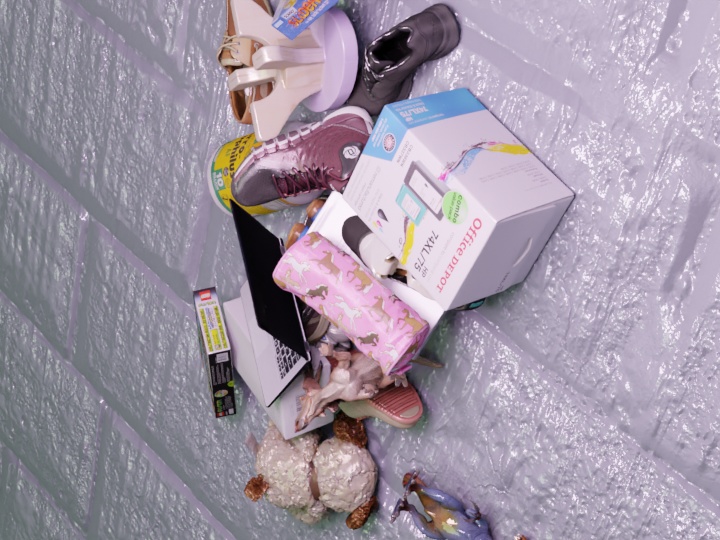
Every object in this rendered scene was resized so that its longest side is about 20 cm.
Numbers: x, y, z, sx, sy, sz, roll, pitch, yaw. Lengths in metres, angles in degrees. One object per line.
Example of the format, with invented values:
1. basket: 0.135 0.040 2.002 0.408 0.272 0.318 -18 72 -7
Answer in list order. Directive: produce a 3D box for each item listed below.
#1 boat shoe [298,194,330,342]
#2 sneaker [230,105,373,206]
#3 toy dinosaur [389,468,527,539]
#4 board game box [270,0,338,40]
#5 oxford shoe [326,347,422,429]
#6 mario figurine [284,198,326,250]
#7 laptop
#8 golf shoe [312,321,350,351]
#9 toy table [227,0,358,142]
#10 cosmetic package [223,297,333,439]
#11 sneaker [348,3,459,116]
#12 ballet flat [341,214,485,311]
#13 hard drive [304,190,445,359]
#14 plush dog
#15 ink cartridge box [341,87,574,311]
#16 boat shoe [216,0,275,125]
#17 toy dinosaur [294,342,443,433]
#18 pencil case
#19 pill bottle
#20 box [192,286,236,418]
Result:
1. boat shoe: -0.063 -0.006 1.746 0.071 0.066 0.203 9 86 28
2. sneaker: -0.060 -0.117 1.602 0.076 0.199 0.116 56 -176 -49
3. toy dinosaur: 0.139 0.324 1.696 0.180 0.200 0.106 25 111 0
4. board game box: -0.032 -0.384 1.558 0.034 0.201 0.135 32 143 -23
5. oxford shoe: 0.015 0.171 1.773 0.200 0.070 0.074 33 133 47
6. mario figurine: 0.000 0.000 1.698 0.200 0.106 0.124 38 114 6
7. laptop: -0.141 0.046 1.678 0.200 0.115 0.188 -49 46 44
8. golf shoe: -0.069 0.025 1.823 0.200 0.078 0.098 39 106 30
9. toy table: -0.092 -0.263 1.654 0.200 0.116 0.185 137 120 -67
10. cosmetic package: -0.117 0.128 1.837 0.200 0.081 0.114 51 151 45
11. sneaker: 0.032 -0.252 1.589 0.076 0.090 0.200 58 138 12
12. ballet flat: 0.058 -0.009 1.562 0.199 0.068 0.068 25 117 13
13. hard drive: 0.021 0.000 1.623 0.199 0.027 0.132 34 95 12
14. plush dog: -0.057 0.282 1.842 0.170 0.160 0.202 -5 100 24
15. ink cartridge box: 0.111 -0.085 1.514 0.200 0.145 0.147 48 133 25
16. boat shoe: -0.156 -0.296 1.790 0.075 0.074 0.202 -3 101 47
17. toy dinosaur: 0.000 0.133 1.699 0.086 0.199 0.136 69 160 10
18. pencil case: -0.009 0.040 1.573 0.200 0.083 0.087 39 170 12
19. pill bottle: -0.110 -0.139 1.764 0.199 0.112 0.114 -10 95 49
20. box: -0.216 0.125 1.944 0.201 0.034 0.111 94 162 -56
